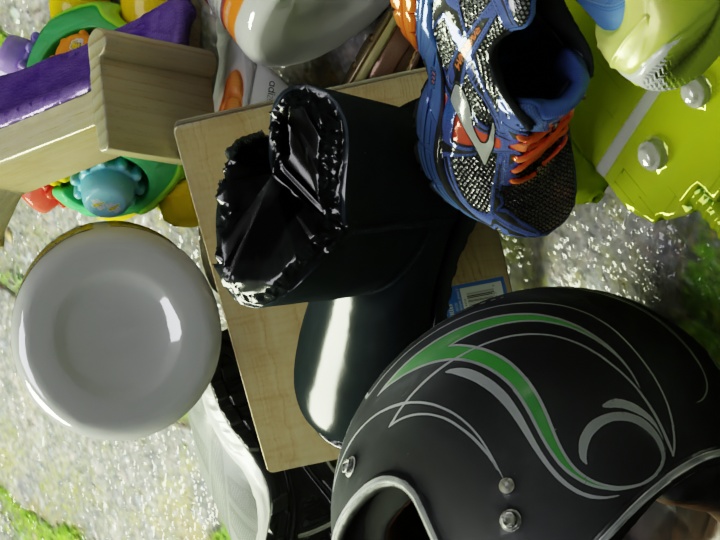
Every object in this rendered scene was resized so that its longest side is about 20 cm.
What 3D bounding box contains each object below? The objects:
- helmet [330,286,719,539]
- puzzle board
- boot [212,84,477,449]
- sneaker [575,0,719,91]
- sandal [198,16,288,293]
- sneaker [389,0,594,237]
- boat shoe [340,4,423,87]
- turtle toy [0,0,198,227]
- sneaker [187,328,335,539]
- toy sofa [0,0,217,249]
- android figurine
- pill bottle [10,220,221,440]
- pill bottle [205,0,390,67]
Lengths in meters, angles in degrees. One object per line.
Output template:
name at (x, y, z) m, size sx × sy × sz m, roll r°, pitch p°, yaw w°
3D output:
helmet at (0.087, 0.104, 1.325) m, size 0.190 × 0.199 × 0.201 m, roll 38°, pitch 133°, yaw 42°
puzzle board at (0.000, 0.000, 1.439) m, size 0.150 × 0.017 × 0.201 m, roll -12°, pitch 112°, yaw 8°
boot at (-0.018, 0.002, 1.337) m, size 0.076 × 0.168 × 0.201 m, roll 32°, pitch 111°, yaw 27°
sneaker at (0.144, -0.181, 1.195) m, size 0.105 × 0.076 × 0.201 m, roll 42°, pitch 113°, yaw 26°
sandal at (-0.048, -0.090, 1.494) m, size 0.079 × 0.059 × 0.208 m, roll 141°, pitch 135°, yaw -74°
sneaker at (0.068, -0.079, 1.259) m, size 0.078 × 0.075 × 0.201 m, roll 32°, pitch 158°, yaw 34°
boat shoe at (0.008, -0.049, 1.468) m, size 0.067 × 0.072 × 0.201 m, roll 22°, pitch 120°, yaw 4°
turtle toy at (-0.170, -0.090, 1.625) m, size 0.199 × 0.101 × 0.147 m, roll 4°, pitch 109°, yaw 49°
sneaker at (-0.049, 0.133, 1.614) m, size 0.079 × 0.074 × 0.202 m, roll -29°, pitch 77°, yaw 61°
toy sofa at (-0.171, -0.082, 1.491) m, size 0.199 × 0.082 × 0.098 m, roll -17°, pitch 73°, yaw 42°
android figurine at (0.130, -0.106, 1.308) m, size 0.201 × 0.041 × 0.182 m, roll 56°, pitch 140°, yaw 20°
pill bottle at (-0.137, 0.030, 1.541) m, size 0.200 × 0.112 × 0.113 m, roll -155°, pitch 47°, yaw -84°
pill bottle at (-0.065, -0.214, 1.434) m, size 0.200 × 0.114 × 0.114 m, roll 54°, pitch 139°, yaw 19°
